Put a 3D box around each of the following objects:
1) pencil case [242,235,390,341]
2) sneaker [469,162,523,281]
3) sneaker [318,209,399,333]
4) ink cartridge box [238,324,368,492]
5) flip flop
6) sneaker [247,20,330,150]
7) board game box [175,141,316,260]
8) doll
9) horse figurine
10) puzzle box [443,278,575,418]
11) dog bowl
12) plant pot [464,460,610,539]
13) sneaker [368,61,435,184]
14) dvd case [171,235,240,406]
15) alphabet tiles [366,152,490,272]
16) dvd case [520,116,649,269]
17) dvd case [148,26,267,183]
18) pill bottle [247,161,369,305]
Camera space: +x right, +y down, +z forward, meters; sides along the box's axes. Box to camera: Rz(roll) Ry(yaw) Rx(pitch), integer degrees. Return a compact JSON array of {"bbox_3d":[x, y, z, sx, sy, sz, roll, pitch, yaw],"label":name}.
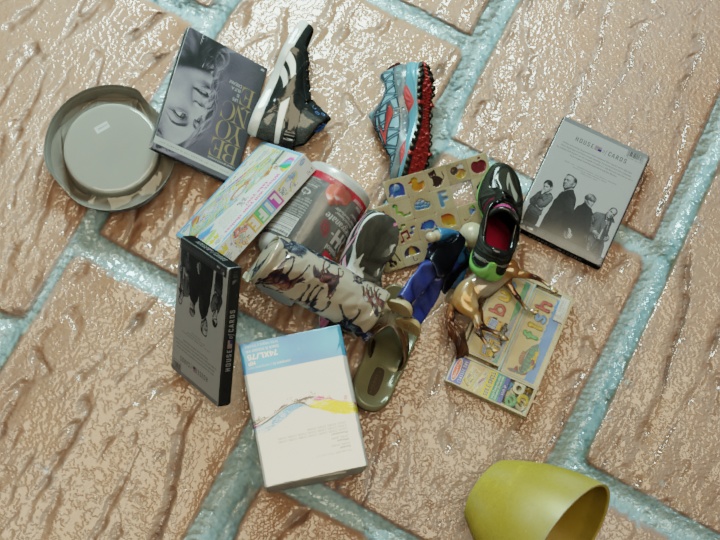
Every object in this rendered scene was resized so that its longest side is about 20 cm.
[{"bbox_3d":[-0.061,0.025,1.581,0.200,0.078,0.090,28,104,-18],"label":"pencil case"},{"bbox_3d":[0.210,-0.079,1.648,0.077,0.084,0.200,15,57,-10],"label":"sneaker"},{"bbox_3d":[0.000,0.000,1.670,0.080,0.086,0.200,25,105,-15],"label":"sneaker"},{"bbox_3d":[-0.081,0.199,1.590,0.146,0.147,0.200,-11,77,-6],"label":"ink cartridge box"},{"bbox_3d":[0.038,0.110,1.655,0.081,0.058,0.200,21,65,1],"label":"flip flop"},{"bbox_3d":[-0.088,-0.279,1.749,0.112,0.073,0.200,24,82,-3],"label":"sneaker"},{"bbox_3d":[-0.171,-0.100,1.669,0.200,0.134,0.034,-49,123,-11],"label":"board game box"},{"bbox_3d":[0.119,0.003,1.661,0.048,0.137,0.200,16,56,39],"label":"doll"},{"bbox_3d":[0.192,0.037,1.666,0.200,0.050,0.133,-43,83,-12],"label":"horse figurine"},{"bbox_3d":[0.223,0.104,1.689,0.133,0.025,0.200,24,77,4],"label":"puzzle box"},{"bbox_3d":[-0.375,-0.179,1.711,0.200,0.059,0.201,1,76,-3],"label":"dog bowl"},{"bbox_3d":[0.229,0.345,1.565,0.142,0.200,0.200,31,76,33],"label":"plant pot"},{"bbox_3d":[0.060,-0.221,1.746,0.095,0.079,0.200,4,84,29],"label":"sneaker"},{"bbox_3d":[-0.217,0.068,1.574,0.025,0.150,0.200,-6,111,-34],"label":"dvd case"},{"bbox_3d":[0.117,-0.071,1.708,0.200,0.008,0.168,-16,97,-6],"label":"alphabet tiles"},{"bbox_3d":[0.342,-0.122,1.749,0.150,0.025,0.200,26,76,4],"label":"dvd case"},{"bbox_3d":[-0.229,-0.249,1.715,0.149,0.016,0.200,24,74,-34],"label":"dvd case"},{"bbox_3d":[-0.081,-0.052,1.668,0.111,0.111,0.200,32,77,5],"label":"pill bottle"}]
